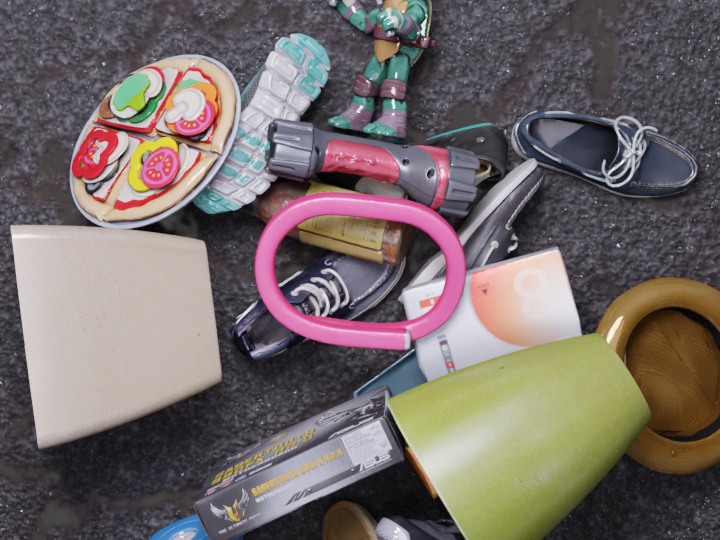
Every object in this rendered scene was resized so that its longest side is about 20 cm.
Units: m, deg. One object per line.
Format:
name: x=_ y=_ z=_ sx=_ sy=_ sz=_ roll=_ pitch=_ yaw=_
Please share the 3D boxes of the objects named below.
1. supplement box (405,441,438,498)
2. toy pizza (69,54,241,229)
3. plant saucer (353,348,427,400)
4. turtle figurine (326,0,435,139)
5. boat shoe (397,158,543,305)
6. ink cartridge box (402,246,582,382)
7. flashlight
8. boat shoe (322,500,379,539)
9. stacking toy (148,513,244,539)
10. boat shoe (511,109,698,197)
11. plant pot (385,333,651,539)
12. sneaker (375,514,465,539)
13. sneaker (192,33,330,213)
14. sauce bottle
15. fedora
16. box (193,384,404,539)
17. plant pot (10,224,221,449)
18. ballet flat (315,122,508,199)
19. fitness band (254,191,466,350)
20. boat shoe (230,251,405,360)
supplement box: x=0.141 y=0.154 z=1.305 sx=0.200 sy=0.069 sz=0.067 roll=-32 pitch=90 yaw=1
toy pizza: x=-0.206 y=-0.132 z=1.235 sx=0.200 sy=0.032 sz=0.201 roll=-15 pitch=56 yaw=23
plant saucer: x=0.092 y=0.097 z=1.325 sx=0.200 sy=0.019 sz=0.070 roll=-36 pitch=92 yaw=-2
turtle figurine: x=0.025 y=-0.235 z=1.260 sx=0.100 sy=0.150 sz=0.201 roll=8 pitch=97 yaw=-20
boat shoe: x=0.124 y=-0.025 z=1.295 sx=0.060 sy=0.074 sz=0.200 roll=41 pitch=92 yaw=-3
ink cartridge box: x=0.141 y=0.093 z=1.238 sx=0.162 sy=0.050 sz=0.200 roll=-16 pitch=85 yaw=10
flashlight: x=0.010 y=-0.097 z=1.213 sx=0.199 sy=0.068 sz=0.068 roll=8 pitch=83 yaw=-12
boat shoe: x=0.028 y=0.327 z=1.301 sx=0.074 sy=0.069 sz=0.200 roll=-37 pitch=70 yaw=29
stacking toy: x=-0.145 y=0.355 z=1.288 sx=0.116 sy=0.110 sz=0.200 roll=-16 pitch=104 yaw=13
boat shoe: x=0.255 y=-0.123 z=1.304 sx=0.200 sy=0.062 sz=0.075 roll=19 pitch=89 yaw=-4
plant pot: x=0.155 y=0.147 z=1.162 sx=0.200 sy=0.187 sz=0.187 roll=-32 pitch=93 yaw=-1
sneaker: x=0.109 y=0.257 z=1.286 sx=0.200 sy=0.075 sz=0.114 roll=29 pitch=81 yaw=-30
sneaker: x=-0.102 y=-0.140 z=1.270 sx=0.078 sy=0.091 sz=0.200 roll=37 pitch=81 yaw=-12
sauce bottle: x=-0.046 y=-0.058 z=1.275 sx=0.200 sy=0.066 sz=0.066 roll=17 pitch=91 yaw=11
fedora: x=0.312 y=0.104 z=1.299 sx=0.200 sy=0.082 sz=0.201 roll=0 pitch=91 yaw=-12
box: x=-0.054 y=0.185 z=1.240 sx=0.200 sy=0.158 sz=0.048 roll=-25 pitch=95 yaw=4
plant pot: x=-0.235 y=0.049 z=1.230 sx=0.177 sy=0.200 sz=0.200 roll=-7 pitch=92 yaw=-15
ballet flat: x=0.055 y=-0.101 z=1.286 sx=0.199 sy=0.068 sz=0.069 roll=-12 pitch=66 yaw=-2
fitness band: x=0.000 y=0.000 z=1.200 sx=0.199 sy=0.037 sz=0.144 roll=6 pitch=104 yaw=-2
boat shoe: x=-0.039 y=0.030 z=1.278 sx=0.200 sy=0.093 sz=0.075 roll=-34 pitch=93 yaw=-1
